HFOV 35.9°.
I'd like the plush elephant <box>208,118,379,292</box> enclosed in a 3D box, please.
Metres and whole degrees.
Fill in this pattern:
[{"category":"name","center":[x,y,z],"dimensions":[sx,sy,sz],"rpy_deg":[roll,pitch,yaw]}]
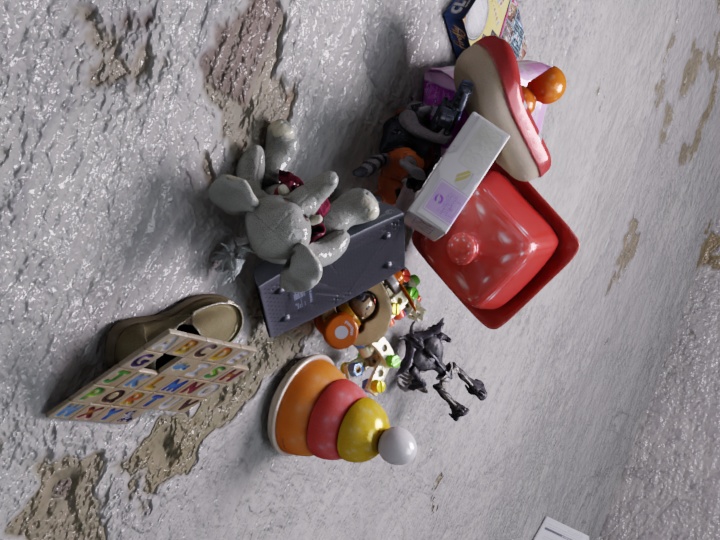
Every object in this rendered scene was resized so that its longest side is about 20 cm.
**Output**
[{"category":"plush elephant","center":[-0.079,-0.062,1.219],"dimensions":[0.200,0.155,0.165],"rpy_deg":[-45,101,-12]}]

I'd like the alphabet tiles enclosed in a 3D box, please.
[{"category":"alphabet tiles","center":[-0.207,0.119,1.175],"dimensions":[0.167,0.008,0.200],"rpy_deg":[-34,157,16]}]

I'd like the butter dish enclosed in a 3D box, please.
[{"category":"butter dish","center":[0.167,-0.037,1.559],"dimensions":[0.200,0.200,0.148],"rpy_deg":[-47,165,24]}]

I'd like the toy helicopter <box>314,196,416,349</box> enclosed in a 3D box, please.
[{"category":"toy helicopter","center":[0.000,0.000,1.461],"dimensions":[0.131,0.079,0.202],"rpy_deg":[-10,103,-11]}]

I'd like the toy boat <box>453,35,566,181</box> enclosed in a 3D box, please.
[{"category":"toy boat","center":[0.213,-0.227,1.472],"dimensions":[0.130,0.131,0.200],"rpy_deg":[-34,125,-1]}]

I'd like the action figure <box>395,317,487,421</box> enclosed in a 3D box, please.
[{"category":"action figure","center":[0.110,0.149,1.750],"dimensions":[0.119,0.102,0.200],"rpy_deg":[-50,120,-16]}]

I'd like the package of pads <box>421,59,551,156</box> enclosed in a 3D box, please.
[{"category":"package of pads","center":[0.181,-0.236,1.595],"dimensions":[0.199,0.076,0.121],"rpy_deg":[-11,119,-33]}]

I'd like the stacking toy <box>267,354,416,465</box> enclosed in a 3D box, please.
[{"category":"stacking toy","center":[-0.011,0.209,1.472],"dimensions":[0.146,0.199,0.147],"rpy_deg":[-37,138,-43]}]

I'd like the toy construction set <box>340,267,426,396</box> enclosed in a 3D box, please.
[{"category":"toy construction set","center":[0.039,0.071,1.582],"dimensions":[0.200,0.092,0.132],"rpy_deg":[-48,120,-47]}]

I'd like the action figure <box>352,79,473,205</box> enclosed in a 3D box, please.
[{"category":"action figure","center":[0.063,-0.171,1.444],"dimensions":[0.194,0.104,0.201],"rpy_deg":[-71,-173,-49]}]

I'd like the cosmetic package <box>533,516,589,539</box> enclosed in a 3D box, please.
[{"category":"cosmetic package","center":[0.462,0.744,2.682],"dimensions":[0.200,0.122,0.200],"rpy_deg":[-51,146,-28]}]

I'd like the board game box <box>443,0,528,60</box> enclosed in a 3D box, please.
[{"category":"board game box","center":[0.188,-0.348,1.636],"dimensions":[0.136,0.034,0.200],"rpy_deg":[-57,148,-21]}]

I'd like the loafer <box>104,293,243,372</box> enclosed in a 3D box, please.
[{"category":"loafer","center":[-0.192,0.079,1.221],"dimensions":[0.199,0.067,0.077],"rpy_deg":[-20,126,-53]}]

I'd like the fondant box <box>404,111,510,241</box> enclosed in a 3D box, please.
[{"category":"fondant box","center":[0.118,-0.115,1.428],"dimensions":[0.145,0.058,0.200],"rpy_deg":[-57,178,-1]}]

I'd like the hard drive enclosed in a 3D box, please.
[{"category":"hard drive","center":[-0.038,-0.004,1.364],"dimensions":[0.199,0.042,0.135],"rpy_deg":[-28,150,-14]}]
